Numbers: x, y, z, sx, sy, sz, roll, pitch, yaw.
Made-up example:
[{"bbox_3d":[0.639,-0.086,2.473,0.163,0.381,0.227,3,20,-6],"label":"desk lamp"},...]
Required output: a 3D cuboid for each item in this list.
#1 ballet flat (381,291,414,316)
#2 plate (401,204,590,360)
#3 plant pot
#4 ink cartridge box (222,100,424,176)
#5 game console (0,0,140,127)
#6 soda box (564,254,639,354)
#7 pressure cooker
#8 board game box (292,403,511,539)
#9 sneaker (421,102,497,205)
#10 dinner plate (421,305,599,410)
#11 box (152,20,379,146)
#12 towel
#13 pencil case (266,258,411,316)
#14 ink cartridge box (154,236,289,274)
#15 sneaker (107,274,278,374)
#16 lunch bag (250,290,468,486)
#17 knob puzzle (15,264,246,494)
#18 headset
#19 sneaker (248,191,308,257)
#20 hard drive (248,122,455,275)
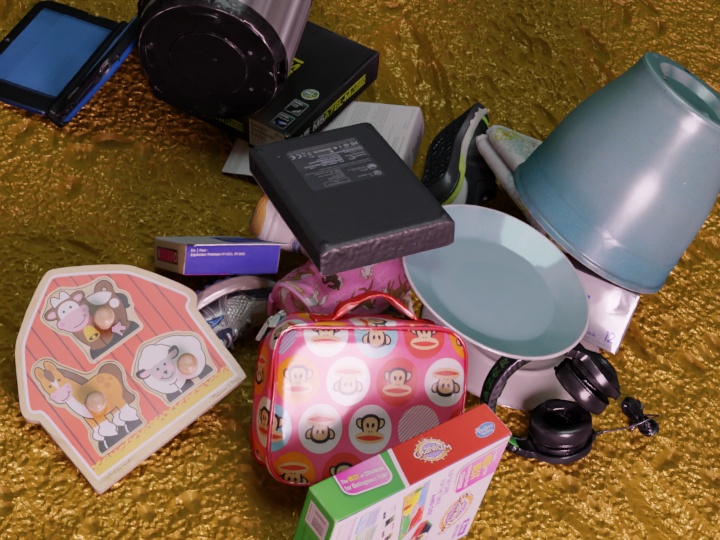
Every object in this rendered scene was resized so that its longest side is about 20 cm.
[{"bbox_3d":[0.027,0.064,1.553,0.064,0.075,0.201,37,36,-27],"label":"ballet flat"},{"bbox_3d":[0.128,0.015,1.474,0.198,0.026,0.202,15,42,-13],"label":"plate"},{"bbox_3d":[0.291,-0.114,1.585,0.199,0.189,0.201,29,26,-15],"label":"plant pot"},{"bbox_3d":[-0.039,-0.135,1.750,0.197,0.058,0.163,4,42,15],"label":"ink cartridge box"},{"bbox_3d":[-0.324,-0.268,1.732,0.118,0.170,0.201,40,42,-14],"label":"game console"},{"bbox_3d":[0.190,0.013,1.599,0.198,0.069,0.063,23,12,6],"label":"soda box"},{"bbox_3d":[-0.143,-0.289,1.680,0.173,0.180,0.202,4,50,16],"label":"pressure cooker"},{"bbox_3d":[0.029,0.212,1.336,0.198,0.154,0.040,-21,54,-34],"label":"board game box"},{"bbox_3d":[0.121,-0.113,1.767,0.083,0.071,0.201,42,40,-16],"label":"sneaker"},{"bbox_3d":[0.162,0.064,1.618,0.197,0.024,0.202,9,46,-9],"label":"dinner plate"},{"bbox_3d":[-0.109,-0.229,1.779,0.198,0.048,0.193,27,51,21],"label":"box"},{"bbox_3d":[0.231,-0.077,1.721,0.170,0.048,0.201,11,35,-42],"label":"towel"},{"bbox_3d":[0.000,0.000,1.506,0.199,0.084,0.086,-39,25,-30],"label":"pencil case"},{"bbox_3d":[-0.140,-0.015,1.504,0.093,0.200,0.038,-1,91,-18],"label":"ink cartridge box"},{"bbox_3d":[-0.153,0.071,1.485,0.198,0.077,0.086,-19,61,-21],"label":"sneaker"},{"bbox_3d":[0.000,0.107,1.413,0.197,0.179,0.082,4,4,-18],"label":"lunch bag"},{"bbox_3d":[-0.232,0.073,1.413,0.216,0.031,0.223,2,66,-6],"label":"knob puzzle"},{"bbox_3d":[0.209,0.128,1.513,0.198,0.125,0.094,18,21,-21],"label":"headset"},{"bbox_3d":[-0.040,-0.071,1.600,0.087,0.076,0.200,28,40,9],"label":"sneaker"},{"bbox_3d":[-0.012,-0.074,1.488,0.138,0.033,0.200,-13,37,-19],"label":"hard drive"}]
